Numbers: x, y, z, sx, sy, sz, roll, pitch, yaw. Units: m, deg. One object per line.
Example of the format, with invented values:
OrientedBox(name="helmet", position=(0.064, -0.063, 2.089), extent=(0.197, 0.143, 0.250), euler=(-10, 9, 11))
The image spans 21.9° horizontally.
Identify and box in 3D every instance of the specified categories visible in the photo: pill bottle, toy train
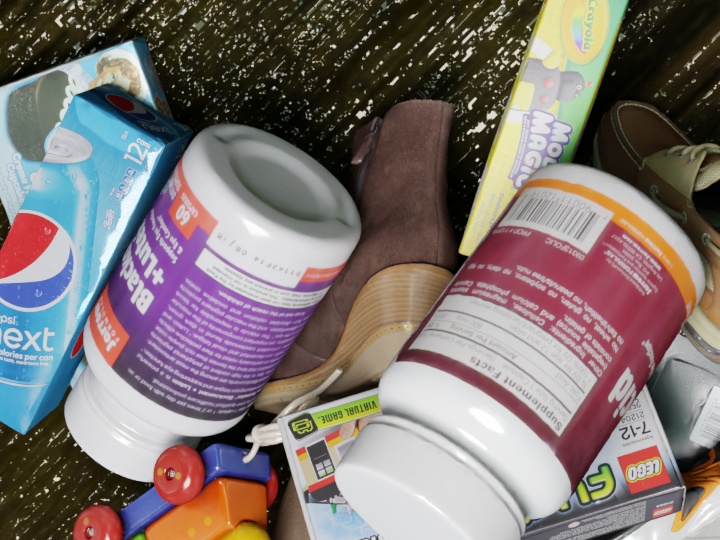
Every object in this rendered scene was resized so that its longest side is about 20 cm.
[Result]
OrientedBox(name="pill bottle", position=(-0.093, 0.024, 1.082), extent=(0.111, 0.111, 0.200), euler=(34, 116, 0))
OrientedBox(name="pill bottle", position=(0.081, 0.053, 0.953), extent=(0.114, 0.114, 0.200), euler=(38, 69, -1))
OrientedBox(name="toy train", position=(-0.068, 0.155, 1.070), extent=(0.200, 0.084, 0.116), euler=(-36, 61, 25))

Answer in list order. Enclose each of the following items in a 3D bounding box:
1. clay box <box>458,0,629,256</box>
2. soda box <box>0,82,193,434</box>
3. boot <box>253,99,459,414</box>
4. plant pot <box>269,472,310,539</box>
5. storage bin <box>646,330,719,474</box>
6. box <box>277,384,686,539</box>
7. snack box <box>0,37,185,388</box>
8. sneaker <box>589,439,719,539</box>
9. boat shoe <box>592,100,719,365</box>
OrientedBox(name="clay box", position=(0.113, -0.106, 1.072), extent=(0.047, 0.115, 0.201), euler=(20, 104, 2))
OrientedBox(name="soda box", position=(-0.177, -0.008, 1.116), extent=(0.064, 0.068, 0.201), euler=(28, 105, 3))
OrientedBox(name="boot", position=(0.000, 0.000, 1.126), extent=(0.072, 0.200, 0.168), euler=(15, 68, -27))
OrientedBox(name="plant pot", position=(0.011, 0.199, 1.130), extent=(0.185, 0.187, 0.202), euler=(2, 87, 7))
OrientedBox(name="storage bin", position=(0.221, 0.083, 1.106), extent=(0.199, 0.094, 0.136), euler=(24, 104, 2))
OrientedBox(name="box", position=(0.065, 0.105, 1.012), extent=(0.199, 0.035, 0.111), euler=(-17, 60, -4))
OrientedBox(name="snack box", position=(-0.156, -0.032, 1.163), extent=(0.115, 0.037, 0.201), euler=(-18, 98, 10))
OrientedBox(name="sneaker", position=(0.220, 0.143, 1.042), extent=(0.199, 0.076, 0.092), euler=(-29, 104, 20))
OrientedBox(name="boat shoe", position=(0.196, -0.034, 1.042), extent=(0.075, 0.201, 0.074), euler=(-1, 132, -25))
